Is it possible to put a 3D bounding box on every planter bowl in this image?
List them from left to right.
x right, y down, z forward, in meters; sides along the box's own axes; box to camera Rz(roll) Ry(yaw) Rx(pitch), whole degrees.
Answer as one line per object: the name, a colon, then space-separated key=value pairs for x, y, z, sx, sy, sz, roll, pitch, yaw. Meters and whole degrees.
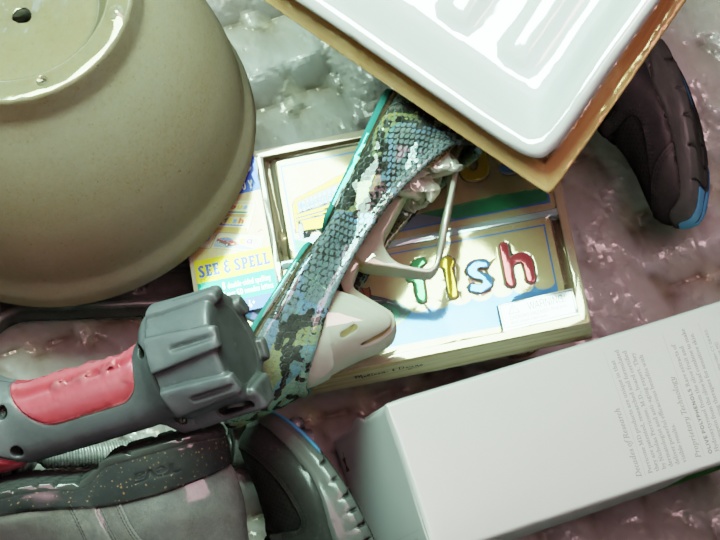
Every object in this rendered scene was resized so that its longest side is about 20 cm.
planter bowl: x=-0.162 y=-0.101 z=1.354 sx=0.199 sy=0.135 sz=0.201 roll=-4 pitch=60 yaw=6

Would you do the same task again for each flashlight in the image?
flashlight: x=-0.143 y=0.055 z=1.294 sx=0.199 sy=0.068 sz=0.068 roll=-19 pitch=62 yaw=26

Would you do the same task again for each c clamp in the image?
c clamp: x=-0.118 y=0.071 z=1.386 sx=0.199 sy=0.027 sz=0.172 roll=3 pitch=69 yaw=-12

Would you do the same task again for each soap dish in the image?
soap dish: x=0.063 y=-0.153 z=1.339 sx=0.200 sy=0.081 sz=0.158 roll=35 pitch=91 yaw=17

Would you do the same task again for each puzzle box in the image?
puzzle box: x=0.011 y=-0.010 z=1.379 sx=0.199 sy=0.025 sz=0.134 roll=-12 pitch=66 yaw=2

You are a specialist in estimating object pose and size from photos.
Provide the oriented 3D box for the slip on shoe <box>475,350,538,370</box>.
slip on shoe: x=0.012 y=-0.007 z=1.423 sx=0.199 sy=0.061 sz=0.076 roll=24 pitch=58 yaw=-3

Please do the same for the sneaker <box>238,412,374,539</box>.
sneaker: x=-0.023 y=0.167 z=1.339 sx=0.082 sy=0.073 sz=0.201 roll=-25 pitch=80 yaw=-4

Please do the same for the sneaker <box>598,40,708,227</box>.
sneaker: x=0.136 y=-0.110 z=1.495 sx=0.082 sy=0.073 sz=0.201 roll=-21 pitch=75 yaw=7

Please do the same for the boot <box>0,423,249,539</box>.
boot: x=-0.138 y=0.161 z=1.308 sx=0.199 sy=0.070 sz=0.132 roll=-15 pitch=95 yaw=16

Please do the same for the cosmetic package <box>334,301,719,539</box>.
cosmetic package: x=0.100 y=0.087 z=1.382 sx=0.199 sy=0.108 sz=0.085 roll=-18 pitch=82 yaw=-17

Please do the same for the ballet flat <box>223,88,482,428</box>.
ballet flat: x=0.000 y=0.000 z=1.326 sx=0.074 sy=0.074 sz=0.200 roll=29 pitch=74 yaw=0
